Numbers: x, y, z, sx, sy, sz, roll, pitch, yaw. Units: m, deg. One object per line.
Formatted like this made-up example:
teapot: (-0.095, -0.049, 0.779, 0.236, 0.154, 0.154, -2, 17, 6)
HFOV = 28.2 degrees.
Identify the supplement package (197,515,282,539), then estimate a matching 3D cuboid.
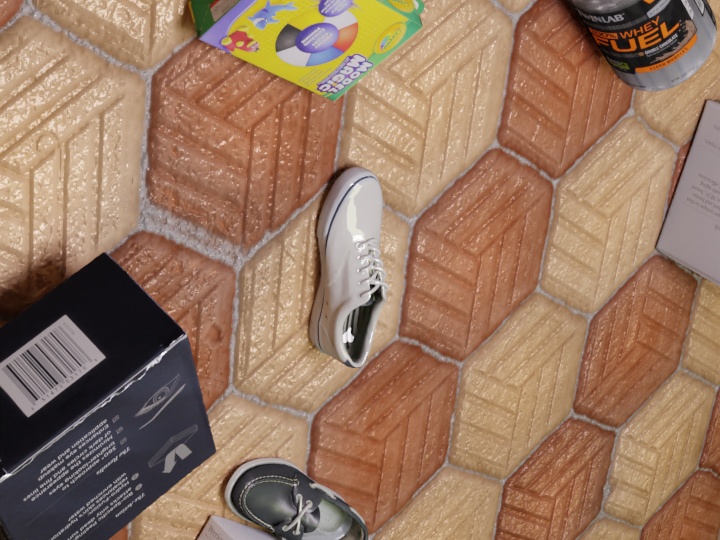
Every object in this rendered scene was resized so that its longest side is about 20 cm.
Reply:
supplement package: (-0.075, 0.359, 1.444, 0.155, 0.199, 0.112, 30, 92, -49)

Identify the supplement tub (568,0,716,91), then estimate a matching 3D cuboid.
supplement tub: (0.280, -0.285, 1.465, 0.123, 0.122, 0.200, -53, 138, -5)

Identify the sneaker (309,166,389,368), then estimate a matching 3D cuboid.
sneaker: (0.000, 0.000, 1.400, 0.072, 0.071, 0.203, -16, 124, -37)

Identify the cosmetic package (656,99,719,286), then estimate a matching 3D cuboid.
cosmetic package: (0.501, -0.086, 1.768, 0.166, 0.166, 0.203, -4, 118, -43)

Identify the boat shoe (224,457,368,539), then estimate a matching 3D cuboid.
boat shoe: (-0.061, 0.250, 1.498, 0.199, 0.060, 0.076, 25, 96, -49)

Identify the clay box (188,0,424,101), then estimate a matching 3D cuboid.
clay box: (-0.035, -0.213, 1.218, 0.114, 0.048, 0.199, -36, 146, 29)

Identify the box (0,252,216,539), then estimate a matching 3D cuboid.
box: (-0.236, 0.128, 1.176, 0.196, 0.117, 0.201, -38, 152, -22)
